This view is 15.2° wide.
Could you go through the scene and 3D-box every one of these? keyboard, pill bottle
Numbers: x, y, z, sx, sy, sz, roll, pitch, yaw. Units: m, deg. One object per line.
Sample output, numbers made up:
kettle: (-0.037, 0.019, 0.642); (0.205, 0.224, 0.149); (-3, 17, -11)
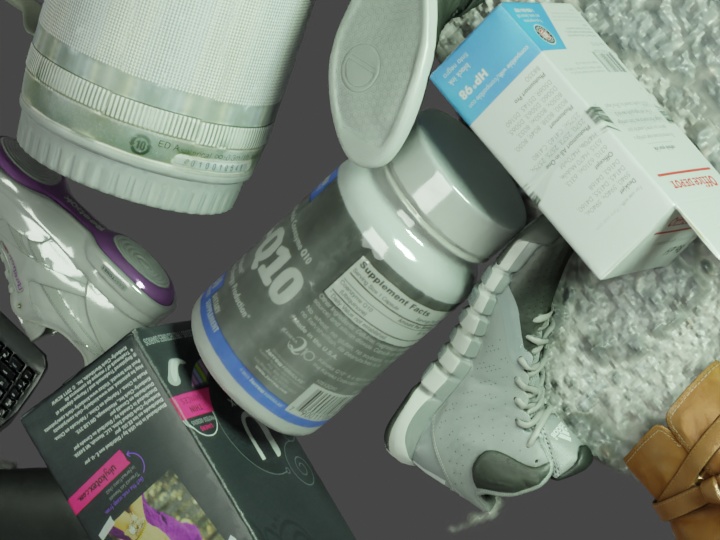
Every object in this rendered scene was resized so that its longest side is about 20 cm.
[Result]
keyboard: (-0.311, 0.040, 1.855); (0.200, 0.040, 0.104); (40, 109, 18)
pill bottle: (0.000, 0.000, 1.658); (0.200, 0.114, 0.114); (-42, 76, 22)

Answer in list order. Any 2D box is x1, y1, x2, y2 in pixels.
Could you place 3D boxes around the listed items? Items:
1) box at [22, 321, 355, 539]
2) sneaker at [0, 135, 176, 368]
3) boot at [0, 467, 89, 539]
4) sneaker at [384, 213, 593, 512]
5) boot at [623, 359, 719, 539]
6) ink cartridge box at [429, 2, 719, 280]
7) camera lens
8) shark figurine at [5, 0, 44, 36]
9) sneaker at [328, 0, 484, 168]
box: (-0.101, 0.142, 1.706); (0.106, 0.122, 0.200); (-36, 79, 23)
sneaker: (-0.217, -0.013, 1.783); (0.200, 0.075, 0.100); (44, 110, 16)
boot: (-0.250, 0.140, 1.804); (0.199, 0.066, 0.165); (3, 121, 29)
sneaker: (0.108, 0.064, 1.641); (0.115, 0.075, 0.200); (38, 120, 13)
boot: (0.260, 0.110, 1.572); (0.200, 0.077, 0.155); (-47, 70, 29)
ink cartridge box: (0.144, -0.062, 1.581); (0.067, 0.116, 0.200); (-45, 75, 22)
camera lens: (-0.116, -0.154, 1.675); (0.160, 0.160, 0.201); (25, 105, 22)
shark figurine: (-0.258, -0.243, 1.779); (0.128, 0.089, 0.215); (-14, 86, 28)
sneaker: (0.040, -0.151, 1.624); (0.071, 0.099, 0.201); (2, 79, 34)
